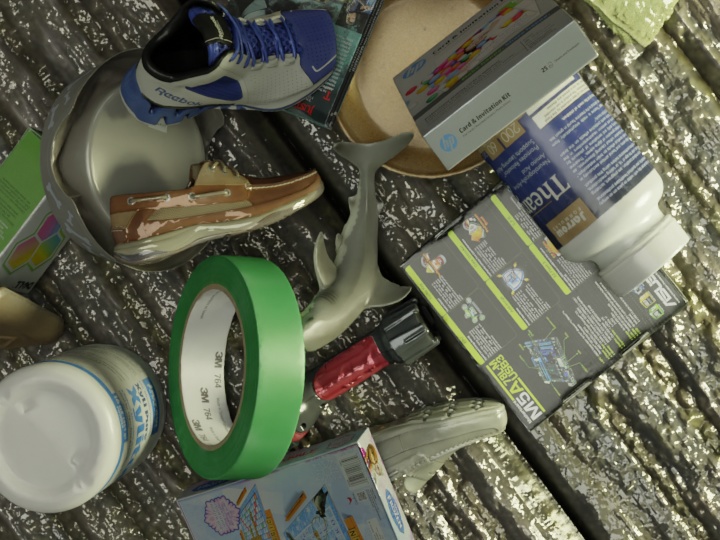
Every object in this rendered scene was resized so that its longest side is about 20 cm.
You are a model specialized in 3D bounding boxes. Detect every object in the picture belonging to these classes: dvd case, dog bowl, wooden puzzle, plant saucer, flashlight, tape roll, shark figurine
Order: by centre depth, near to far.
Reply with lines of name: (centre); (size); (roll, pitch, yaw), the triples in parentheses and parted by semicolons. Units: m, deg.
tape roll: (-0.116, 0.088, 1.487); (0.048, 0.200, 0.203); (4, 95, -29)
dog bowl: (-0.207, -0.099, 1.494); (0.058, 0.199, 0.203); (-1, 94, 42)
shark figurine: (0.009, -0.013, 1.508); (0.088, 0.128, 0.217); (13, 77, 19)
dvd case: (-0.052, -0.249, 1.516); (0.145, 0.022, 0.202); (22, 89, 21)
plant saucer: (0.066, -0.187, 1.524); (0.197, 0.035, 0.203); (0, 93, 7)
wooden puzzle: (-0.397, 0.047, 1.526); (0.197, 0.185, 0.047); (-11, 77, 6)
flashlight: (-0.019, 0.100, 1.533); (0.199, 0.068, 0.068); (-32, 55, 13)

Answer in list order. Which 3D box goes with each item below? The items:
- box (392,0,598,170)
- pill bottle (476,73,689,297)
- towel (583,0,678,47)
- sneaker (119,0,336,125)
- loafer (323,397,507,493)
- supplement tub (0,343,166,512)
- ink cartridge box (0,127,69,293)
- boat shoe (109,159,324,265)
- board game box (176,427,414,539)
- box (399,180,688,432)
box: (0.110, -0.174, 1.401); (0.155, 0.200, 0.041); (-37, 109, 8)
pill bottle: (0.194, -0.079, 1.433); (0.111, 0.111, 0.201); (-40, 88, 8)
towel: (0.231, -0.308, 1.455); (0.199, 0.037, 0.149); (36, 96, -28)
sneaker: (-0.108, -0.188, 1.420); (0.197, 0.115, 0.081); (-16, 78, -17)
loafer: (0.048, 0.172, 1.535); (0.198, 0.070, 0.071); (-19, 96, 16)
supplement tub: (-0.261, 0.140, 1.502); (0.130, 0.200, 0.134); (1, 94, 7)
ink cartridge box: (-0.330, -0.034, 1.545); (0.059, 0.104, 0.201); (41, 97, 14)
boat shoe: (-0.128, -0.063, 1.441); (0.198, 0.076, 0.073); (-17, 93, -17)
board game box: (-0.046, 0.270, 1.529); (0.197, 0.041, 0.202); (-19, 99, 21)
box: (0.170, 0.012, 1.518); (0.193, 0.048, 0.201); (-40, 88, 9)
